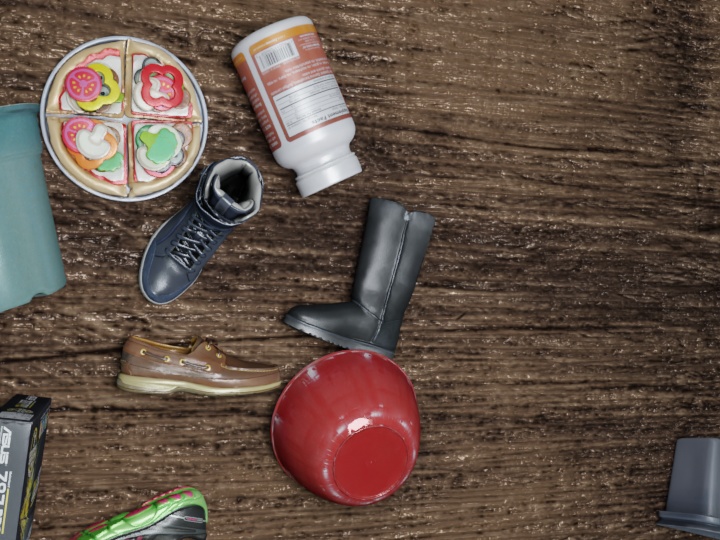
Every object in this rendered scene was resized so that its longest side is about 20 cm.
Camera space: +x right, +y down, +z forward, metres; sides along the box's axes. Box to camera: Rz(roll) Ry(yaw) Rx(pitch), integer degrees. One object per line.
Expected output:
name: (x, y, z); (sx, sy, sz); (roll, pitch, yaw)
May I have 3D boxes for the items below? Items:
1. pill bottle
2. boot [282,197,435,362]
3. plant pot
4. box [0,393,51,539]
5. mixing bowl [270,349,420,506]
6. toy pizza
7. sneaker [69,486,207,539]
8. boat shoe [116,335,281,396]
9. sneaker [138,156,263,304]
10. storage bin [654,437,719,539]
pill bottle: (-0.074, -0.200, 1.013); (0.111, 0.112, 0.202); (-25, 97, -17)
boot: (0.001, 0.000, 1.054); (0.163, 0.065, 0.202); (20, 85, -25)
plant pot: (-0.414, -0.057, 0.861); (0.198, 0.200, 0.199); (-17, 101, -18)
box: (-0.368, 0.223, 0.854); (0.048, 0.200, 0.164); (10, 85, -16)
mixing bowl: (-0.002, 0.211, 0.997); (0.197, 0.108, 0.203); (-6, 108, -17)
toy pizza: (-0.283, -0.186, 0.983); (0.197, 0.032, 0.203); (1, 88, -19)
sneaker: (-0.270, 0.327, 0.949); (0.198, 0.077, 0.085); (-21, 91, -17)
boat shoe: (-0.192, 0.115, 0.984); (0.197, 0.072, 0.069); (5, 89, -16)
sneaker: (-0.188, -0.049, 0.953); (0.077, 0.146, 0.203); (36, 79, -15)
storage bin: (0.555, 0.329, 1.201); (0.198, 0.145, 0.136); (16, 73, -17)
